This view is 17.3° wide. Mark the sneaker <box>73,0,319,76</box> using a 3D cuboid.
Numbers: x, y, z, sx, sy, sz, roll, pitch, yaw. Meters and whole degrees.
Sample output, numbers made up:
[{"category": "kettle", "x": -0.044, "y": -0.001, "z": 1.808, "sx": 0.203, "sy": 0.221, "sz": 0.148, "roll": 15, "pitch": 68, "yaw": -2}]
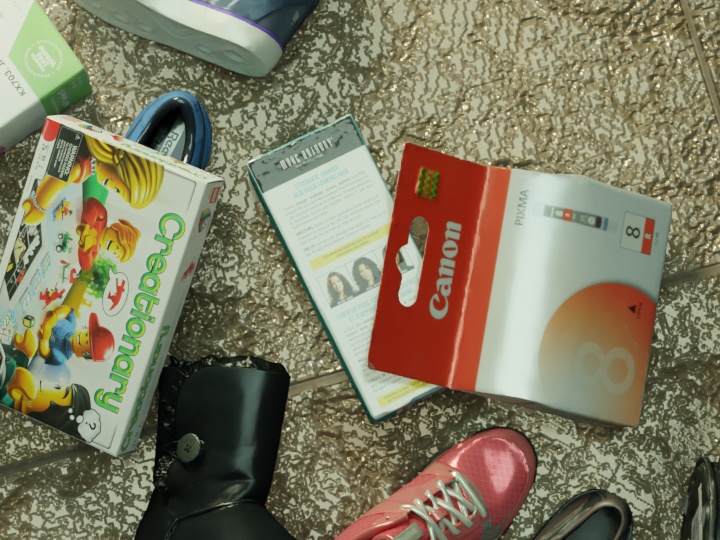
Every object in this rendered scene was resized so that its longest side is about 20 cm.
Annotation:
[{"category": "sneaker", "x": -0.116, "y": -0.236, "z": 1.666, "sx": 0.200, "sy": 0.081, "sz": 0.147, "roll": 25, "pitch": 73, "yaw": 6}]

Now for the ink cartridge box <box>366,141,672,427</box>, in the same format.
[{"category": "ink cartridge box", "x": 0.112, "y": 0.009, "z": 1.602, "sx": 0.200, "sy": 0.050, "sz": 0.162, "roll": 15, "pitch": 79, "yaw": -29}]

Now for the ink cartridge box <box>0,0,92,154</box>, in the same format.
[{"category": "ink cartridge box", "x": -0.302, "y": -0.121, "z": 1.642, "sx": 0.200, "sy": 0.067, "sz": 0.117, "roll": -36, "pitch": 85, "yaw": -6}]

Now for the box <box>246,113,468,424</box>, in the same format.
[{"category": "box", "x": 0.000, "y": 0.000, "z": 1.640, "sx": 0.082, "sy": 0.049, "sz": 0.200, "roll": -25, "pitch": 83, "yaw": -6}]

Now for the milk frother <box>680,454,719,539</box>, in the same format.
[{"category": "milk frother", "x": 0.318, "y": 0.154, "z": 1.551, "sx": 0.188, "sy": 0.200, "sz": 0.181, "roll": 6, "pitch": 77, "yaw": -1}]

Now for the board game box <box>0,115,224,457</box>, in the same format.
[{"category": "board game box", "x": -0.182, "y": 0.010, "z": 1.597, "sx": 0.126, "sy": 0.035, "sz": 0.200, "roll": 22, "pitch": 101, "yaw": 17}]

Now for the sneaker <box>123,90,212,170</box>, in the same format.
[{"category": "sneaker", "x": -0.157, "y": -0.031, "z": 1.629, "sx": 0.066, "sy": 0.078, "sz": 0.200, "roll": 20, "pitch": 83, "yaw": 0}]

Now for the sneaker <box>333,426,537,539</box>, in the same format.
[{"category": "sneaker", "x": 0.042, "y": 0.179, "z": 1.595, "sx": 0.200, "sy": 0.087, "sz": 0.074, "roll": -37, "pitch": 85, "yaw": -7}]

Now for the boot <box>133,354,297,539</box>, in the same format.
[{"category": "boot", "x": -0.075, "y": 0.141, "z": 1.563, "sx": 0.076, "sy": 0.200, "sz": 0.168, "roll": 17, "pitch": 81, "yaw": -44}]

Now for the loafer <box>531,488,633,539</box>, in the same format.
[{"category": "loafer", "x": 0.114, "y": 0.229, "z": 1.601, "sx": 0.072, "sy": 0.063, "sz": 0.200, "roll": 37, "pitch": 82, "yaw": 4}]
